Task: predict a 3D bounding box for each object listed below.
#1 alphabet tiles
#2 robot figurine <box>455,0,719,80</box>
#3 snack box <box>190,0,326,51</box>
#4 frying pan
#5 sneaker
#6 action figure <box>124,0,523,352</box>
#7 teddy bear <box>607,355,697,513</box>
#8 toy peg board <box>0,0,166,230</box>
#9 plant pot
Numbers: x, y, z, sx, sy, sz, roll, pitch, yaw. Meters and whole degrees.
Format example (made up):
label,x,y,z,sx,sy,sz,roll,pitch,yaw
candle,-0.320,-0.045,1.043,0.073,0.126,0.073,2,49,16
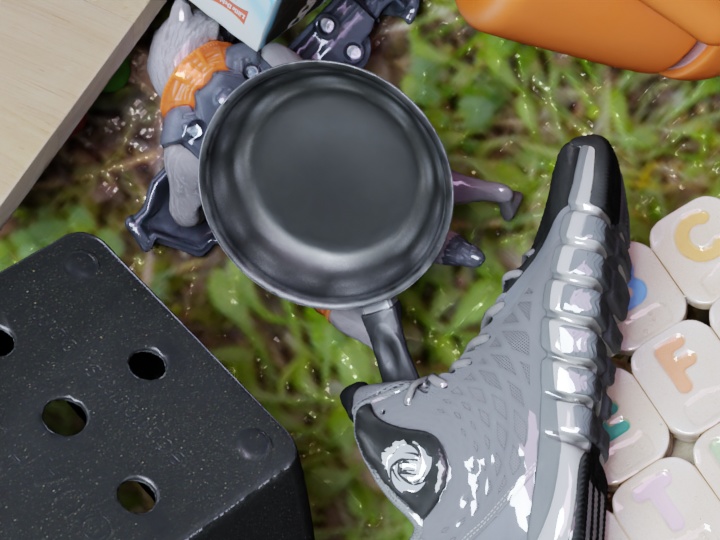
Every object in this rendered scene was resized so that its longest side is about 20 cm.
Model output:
label,x,y,z,sx,sy,sz,roll,pitch,yaw
alphabet tiles,0.153,0.065,0.782,0.199,0.015,0.196,-31,61,0
robot figurine,0.120,-0.152,0.861,0.199,0.144,0.117,11,79,-20
snack box,-0.031,-0.191,0.887,0.116,0.037,0.200,38,47,11
frying pan,0.011,-0.011,0.814,0.115,0.031,0.190,-39,100,25
sneaker,0.049,0.033,0.777,0.115,0.075,0.201,1,67,19
action figure,-0.014,-0.070,0.877,0.193,0.105,0.200,36,84,1
teddy bear,0.079,0.129,0.828,0.145,0.067,0.201,25,82,30
toy peg board,-0.209,-0.103,0.876,0.199,0.098,0.200,24,60,10
plant pot,-0.132,0.108,0.755,0.199,0.178,0.200,-33,70,-35
